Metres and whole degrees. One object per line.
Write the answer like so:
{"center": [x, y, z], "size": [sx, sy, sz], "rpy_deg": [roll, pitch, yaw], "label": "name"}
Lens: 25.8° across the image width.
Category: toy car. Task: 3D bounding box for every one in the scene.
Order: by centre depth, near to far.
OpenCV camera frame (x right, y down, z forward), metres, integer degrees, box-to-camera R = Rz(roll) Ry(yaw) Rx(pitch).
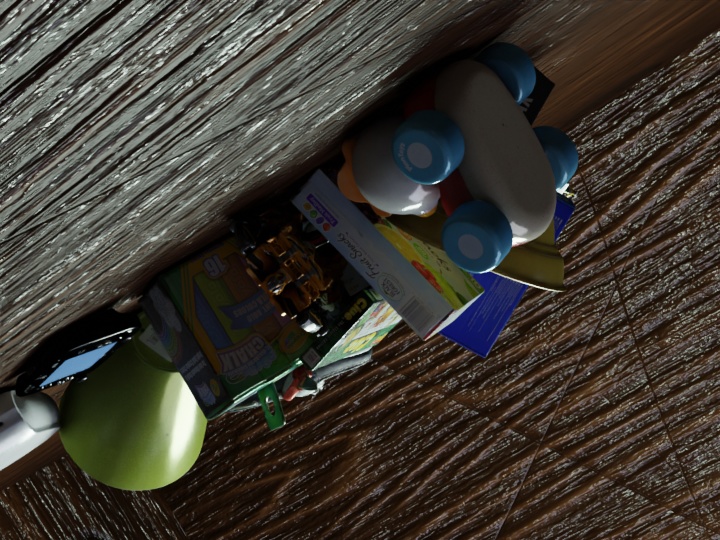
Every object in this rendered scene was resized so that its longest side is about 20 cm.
{"center": [0.066, -0.090, 1.467], "size": [0.199, 0.178, 0.184], "rpy_deg": [-17, -161, 41], "label": "toy car"}

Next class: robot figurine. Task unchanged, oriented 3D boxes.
{"center": [-0.068, -0.009, 1.605], "size": [0.058, 0.145, 0.200], "rpy_deg": [-38, -175, 10], "label": "robot figurine"}

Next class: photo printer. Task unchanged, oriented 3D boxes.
{"center": [-0.442, 0.202, 1.833], "size": [0.166, 0.070, 0.200], "rpy_deg": [-32, 178, -2], "label": "photo printer"}

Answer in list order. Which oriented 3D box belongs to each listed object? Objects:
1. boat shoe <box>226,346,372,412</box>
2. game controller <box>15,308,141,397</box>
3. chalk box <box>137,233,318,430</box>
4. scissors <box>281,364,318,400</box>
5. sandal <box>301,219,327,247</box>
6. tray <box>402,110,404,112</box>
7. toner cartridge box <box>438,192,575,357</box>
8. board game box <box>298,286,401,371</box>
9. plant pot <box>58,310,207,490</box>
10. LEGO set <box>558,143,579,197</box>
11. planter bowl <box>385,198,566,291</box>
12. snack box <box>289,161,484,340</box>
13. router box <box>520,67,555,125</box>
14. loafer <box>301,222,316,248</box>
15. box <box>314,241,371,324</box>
{"center": [-0.077, 0.120, 1.865], "size": [0.199, 0.061, 0.076], "rpy_deg": [-11, -161, 11], "label": "boat shoe"}
{"center": [-0.307, 0.093, 1.693], "size": [0.104, 0.042, 0.200], "rpy_deg": [-31, 177, -32], "label": "game controller"}
{"center": [-0.129, 0.076, 1.695], "size": [0.123, 0.201, 0.124], "rpy_deg": [-31, 178, -24], "label": "chalk box"}
{"center": [-0.064, 0.127, 1.717], "size": [0.073, 0.014, 0.200], "rpy_deg": [-56, -170, 9], "label": "scissors"}
{"center": [-0.022, -0.059, 1.762], "size": [0.199, 0.045, 0.075], "rpy_deg": [-17, -170, 12], "label": "sandal"}
{"center": [0.068, -0.148, 1.648], "size": [0.098, 0.037, 0.200], "rpy_deg": [-32, 178, -14], "label": "tray"}
{"center": [0.149, -0.012, 1.764], "size": [0.201, 0.095, 0.043], "rpy_deg": [-60, -171, 13], "label": "toner cartridge box"}
{"center": [0.011, 0.051, 1.678], "size": [0.105, 0.023, 0.200], "rpy_deg": [-45, 170, 20], "label": "board game box"}
{"center": [-0.257, 0.136, 1.900], "size": [0.187, 0.187, 0.200], "rpy_deg": [-30, 161, -36], "label": "plant pot"}
{"center": [0.194, -0.076, 1.895], "size": [0.154, 0.115, 0.201], "rpy_deg": [114, -10, -55], "label": "LEGO set"}
{"center": [0.130, -0.056, 1.579], "size": [0.200, 0.199, 0.084], "rpy_deg": [-22, 135, -76], "label": "planter bowl"}
{"center": [0.031, -0.025, 1.635], "size": [0.053, 0.200, 0.142], "rpy_deg": [-45, 174, 16], "label": "snack box"}
{"center": [0.124, -0.128, 1.764], "size": [0.149, 0.051, 0.200], "rpy_deg": [-36, -162, 53], "label": "router box"}
{"center": [-0.040, -0.042, 1.973], "size": [0.073, 0.073, 0.200], "rpy_deg": [-29, 176, -28], "label": "loafer"}
{"center": [0.000, 0.000, 1.829], "size": [0.199, 0.086, 0.164], "rpy_deg": [-29, 178, -36], "label": "box"}
